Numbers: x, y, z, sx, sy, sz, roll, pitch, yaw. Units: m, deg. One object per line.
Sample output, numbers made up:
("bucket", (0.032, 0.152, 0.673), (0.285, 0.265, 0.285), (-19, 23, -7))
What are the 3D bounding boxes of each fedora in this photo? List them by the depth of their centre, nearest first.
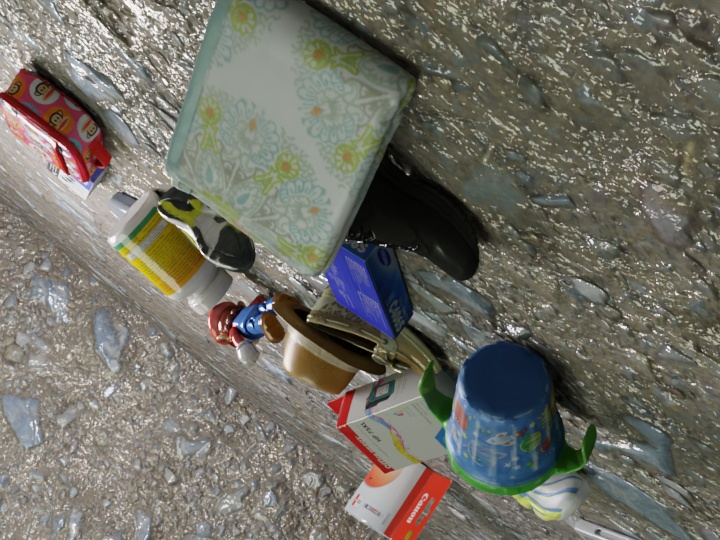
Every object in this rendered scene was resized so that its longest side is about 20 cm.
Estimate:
("fedora", (-0.058, 0.120, 1.404), (0.199, 0.083, 0.201), (30, -175, -3))

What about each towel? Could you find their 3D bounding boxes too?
("towel", (-0.062, -0.112, 0.784), (0.170, 0.048, 0.201), (33, 124, 11))

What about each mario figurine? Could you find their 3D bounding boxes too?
("mario figurine", (-0.167, 0.094, 1.602), (0.199, 0.122, 0.108), (-11, 93, 53))

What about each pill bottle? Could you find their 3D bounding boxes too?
("pill bottle", (-0.309, -0.024, 1.620), (0.200, 0.113, 0.112), (44, 163, -19))

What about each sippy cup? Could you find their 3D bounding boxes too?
("sippy cup", (0.154, 0.150, 1.049), (0.131, 0.175, 0.141), (80, -178, -52))

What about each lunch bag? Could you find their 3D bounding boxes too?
("lunch bag", (-0.464, -0.215, 1.526), (0.175, 0.082, 0.200), (36, 166, -2))

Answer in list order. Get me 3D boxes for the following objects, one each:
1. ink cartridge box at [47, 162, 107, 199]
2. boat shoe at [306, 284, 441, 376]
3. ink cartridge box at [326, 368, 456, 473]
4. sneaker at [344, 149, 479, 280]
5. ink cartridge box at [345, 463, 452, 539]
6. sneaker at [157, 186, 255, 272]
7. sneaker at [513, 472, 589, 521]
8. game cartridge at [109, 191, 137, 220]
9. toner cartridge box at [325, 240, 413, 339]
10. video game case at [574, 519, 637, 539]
("ink cartridge box", (-0.509, -0.186, 1.755), (0.094, 0.044, 0.200), (41, 164, -13))
("boat shoe", (0.018, 0.092, 1.291), (0.199, 0.063, 0.074), (30, 162, 30))
("ink cartridge box", (0.050, 0.209, 1.355), (0.199, 0.068, 0.116), (-26, 120, 34))
("sneaker", (0.017, -0.050, 0.863), (0.199, 0.091, 0.076), (40, 162, -6))
("ink cartridge box", (0.072, 0.447, 1.949), (0.050, 0.163, 0.199), (43, 164, -24))
("sneaker", (-0.207, -0.055, 1.411), (0.200, 0.075, 0.085), (39, 173, 35))
("sneaker", (0.217, 0.265, 1.293), (0.105, 0.076, 0.200), (43, 165, -11))
("game cartridge", (-0.380, -0.061, 1.825), (0.132, 0.042, 0.201), (19, 155, 41))
("toner cartridge box", (0.000, 0.000, 1.122), (0.094, 0.043, 0.201), (31, 162, 24))
("video game case", (0.424, 0.443, 1.409), (0.200, 0.023, 0.181), (46, 163, -17))
